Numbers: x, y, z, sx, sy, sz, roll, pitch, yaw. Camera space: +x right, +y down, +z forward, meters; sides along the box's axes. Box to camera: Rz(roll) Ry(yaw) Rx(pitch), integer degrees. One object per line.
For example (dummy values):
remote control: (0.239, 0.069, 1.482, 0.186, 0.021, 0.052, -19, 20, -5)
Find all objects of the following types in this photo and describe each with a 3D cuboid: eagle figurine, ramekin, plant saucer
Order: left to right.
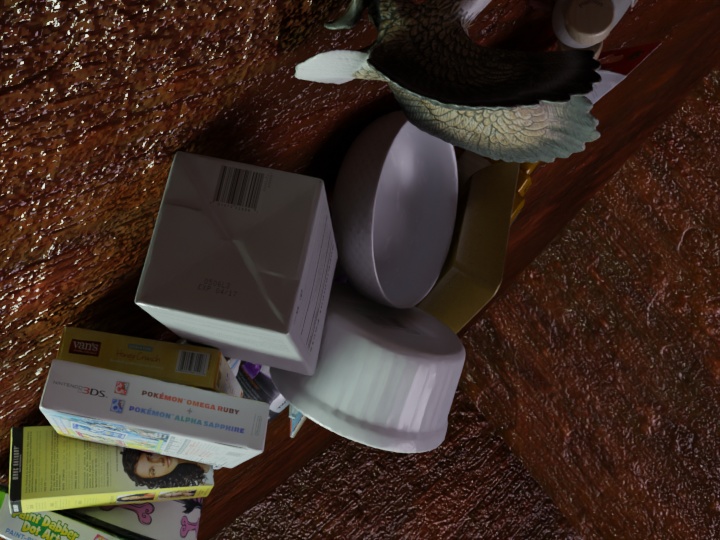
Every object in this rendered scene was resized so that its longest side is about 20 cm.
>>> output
ramekin: (0.013, 0.091, 0.850, 0.200, 0.197, 0.100, -9, 123, -67)
plant saucer: (0.112, -0.016, 0.988, 0.201, 0.048, 0.203, 126, -16, -52)
eagle figurine: (0.065, -0.146, 0.568, 0.150, 0.201, 0.152, -31, 165, -35)

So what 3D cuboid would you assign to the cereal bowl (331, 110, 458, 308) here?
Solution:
cereal bowl: (0.028, -0.067, 0.868, 0.199, 0.082, 0.205, -26, 121, -54)

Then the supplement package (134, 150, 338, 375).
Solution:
supplement package: (-0.091, 0.004, 0.687, 0.200, 0.118, 0.123, 85, 16, -75)

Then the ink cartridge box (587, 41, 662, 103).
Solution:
ink cartridge box: (0.235, -0.228, 0.985, 0.199, 0.048, 0.159, -40, -159, -16)

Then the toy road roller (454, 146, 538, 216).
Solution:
toy road roller: (0.189, -0.143, 1.145, 0.147, 0.122, 0.200, -55, 170, 7)

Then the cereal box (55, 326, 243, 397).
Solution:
cereal box: (-0.193, 0.106, 0.796, 0.201, 0.140, 0.041, 95, 3, -71)

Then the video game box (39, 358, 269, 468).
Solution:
video game box: (-0.185, 0.135, 0.741, 0.200, 0.178, 0.048, 135, -35, -67)

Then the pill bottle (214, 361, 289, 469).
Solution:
pill bottle: (-0.162, 0.175, 1.161, 0.199, 0.107, 0.106, -43, 167, 6)

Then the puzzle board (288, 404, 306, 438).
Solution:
puzzle board: (-0.067, 0.124, 1.197, 0.152, 0.017, 0.201, -57, -163, 22)

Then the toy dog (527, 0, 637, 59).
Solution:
toy dog: (0.253, -0.316, 0.883, 0.201, 0.095, 0.133, -52, 170, -26)

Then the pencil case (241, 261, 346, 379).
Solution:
pencil case: (-0.074, 0.034, 0.944, 0.085, 0.084, 0.203, -8, 131, -51)

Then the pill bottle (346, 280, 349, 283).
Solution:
pill bottle: (0.000, 0.000, 1.031, 0.201, 0.120, 0.119, -49, 165, 18)

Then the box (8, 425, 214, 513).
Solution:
box: (-0.250, 0.196, 0.836, 0.195, 0.077, 0.050, -1, 152, -21)

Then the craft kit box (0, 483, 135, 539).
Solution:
craft kit box: (-0.311, 0.289, 0.905, 0.201, 0.193, 0.050, 97, 12, -72)

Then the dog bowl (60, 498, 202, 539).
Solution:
dog bowl: (-0.267, 0.252, 0.939, 0.201, 0.196, 0.075, 96, 15, -72)

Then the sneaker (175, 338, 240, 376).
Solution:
sneaker: (-0.215, 0.125, 0.937, 0.199, 0.076, 0.082, -40, 162, -40)
